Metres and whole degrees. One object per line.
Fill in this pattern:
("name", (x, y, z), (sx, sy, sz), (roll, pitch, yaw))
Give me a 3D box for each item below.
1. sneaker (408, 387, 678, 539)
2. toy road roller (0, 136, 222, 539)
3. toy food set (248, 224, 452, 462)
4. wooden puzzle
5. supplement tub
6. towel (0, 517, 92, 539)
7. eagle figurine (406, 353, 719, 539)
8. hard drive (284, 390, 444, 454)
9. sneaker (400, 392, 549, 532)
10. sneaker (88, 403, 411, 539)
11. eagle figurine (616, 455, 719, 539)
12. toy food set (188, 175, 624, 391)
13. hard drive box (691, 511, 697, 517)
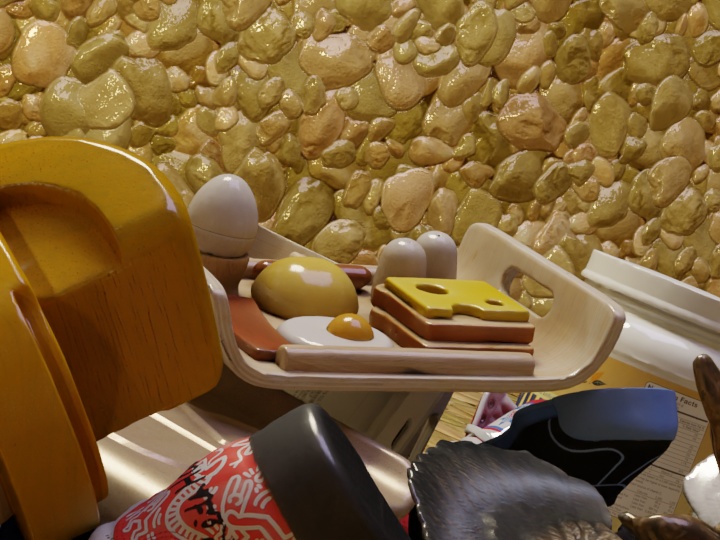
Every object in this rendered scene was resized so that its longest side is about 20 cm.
("sneaker", (0.087, 0.113, 0.945), (0.070, 0.079, 0.200), (3, -21, -28))
("toy road roller", (-0.133, 0.004, 0.639), (0.200, 0.145, 0.124), (54, -19, 39))
("toy food set", (-0.039, 0.061, 1.040), (0.199, 0.144, 0.060), (25, -3, 45))
("wooden puzzle", (-0.096, 0.063, 0.771), (0.184, 0.047, 0.199), (26, 10, 27))
("supplement tub", (0.172, 0.101, 1.304), (0.143, 0.202, 0.144), (21, 3, -1))
("towel", (-0.070, 0.124, 0.772), (0.147, 0.050, 0.200), (25, 5, -6))
("eagle figurine", (0.091, 0.125, 0.650), (0.150, 0.153, 0.200), (19, -17, -18))
("hard drive", (-0.069, 0.060, 0.952), (0.198, 0.027, 0.132), (8, 35, 26))
("sneaker", (0.057, 0.115, 1.108), (0.071, 0.113, 0.199), (23, 4, 40))
("sneaker", (-0.016, 0.140, 0.637), (0.202, 0.107, 0.067), (59, 5, -32))
("eagle figurine", (0.173, 0.165, 0.893), (0.151, 0.152, 0.200), (44, 5, 17))
("toy food set", (0.000, 0.000, 0.886), (0.198, 0.061, 0.143), (2, 17, -27))
("hard drive box", (0.261, 0.152, 1.073), (0.155, 0.202, 0.076), (24, 4, 42))
